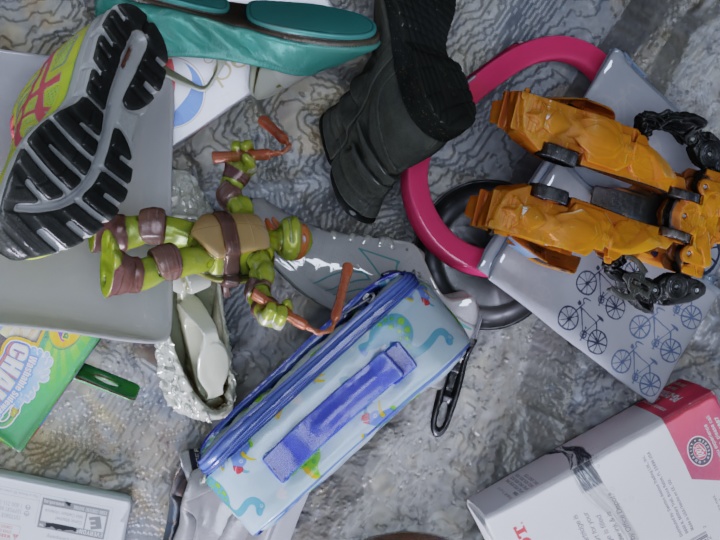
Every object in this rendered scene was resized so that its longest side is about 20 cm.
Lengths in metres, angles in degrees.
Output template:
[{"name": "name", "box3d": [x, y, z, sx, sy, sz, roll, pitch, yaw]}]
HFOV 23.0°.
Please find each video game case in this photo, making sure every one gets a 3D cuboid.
[{"name": "video game case", "box3d": [-0.285, 0.239, 1.323, 0.198, 0.023, 0.185, 12, 93, -7]}]

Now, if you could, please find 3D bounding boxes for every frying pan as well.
[{"name": "frying pan", "box3d": [0.074, 0.019, 1.337, 0.115, 0.031, 0.191, 37, 87, -7]}]

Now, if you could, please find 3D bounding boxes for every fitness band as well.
[{"name": "fitness band", "box3d": [0.120, -0.084, 1.311, 0.199, 0.037, 0.144, -38, 99, -15]}]

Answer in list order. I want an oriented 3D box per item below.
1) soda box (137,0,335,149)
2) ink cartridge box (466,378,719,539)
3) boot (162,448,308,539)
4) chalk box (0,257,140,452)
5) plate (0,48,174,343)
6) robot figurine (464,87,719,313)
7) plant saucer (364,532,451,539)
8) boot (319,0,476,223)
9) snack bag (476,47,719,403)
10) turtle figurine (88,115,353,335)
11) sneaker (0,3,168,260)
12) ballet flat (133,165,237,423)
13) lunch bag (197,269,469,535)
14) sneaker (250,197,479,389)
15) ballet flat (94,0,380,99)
[{"name": "soda box", "box3d": [-0.111, -0.148, 1.286, 0.199, 0.064, 0.068, -35, 97, -1]}, {"name": "ink cartridge box", "box3d": [0.199, 0.195, 1.333, 0.198, 0.084, 0.146, -28, 97, -5]}, {"name": "boot", "box3d": [-0.087, 0.144, 1.307, 0.095, 0.074, 0.202, 17, 94, -14]}, {"name": "chalk box", "box3d": [-0.247, 0.040, 1.258, 0.199, 0.124, 0.124, 37, 90, -6]}, {"name": "plate", "box3d": [-0.224, -0.051, 1.191, 0.197, 0.032, 0.202, 6, 69, -20]}, {"name": "robot figurine", "box3d": [0.177, -0.054, 1.253, 0.198, 0.058, 0.147, 17, 88, -25]}, {"name": "plant saucer", "box3d": [0.036, 0.303, 1.354, 0.198, 0.034, 0.203, 0, 94, -6]}, {"name": "boot", "box3d": [0.010, -0.144, 1.284, 0.067, 0.130, 0.202, 18, 49, -34]}, {"name": "snack bag", "box3d": [0.203, -0.032, 1.311, 0.188, 0.021, 0.201, 36, 81, -24]}, {"name": "turtle figurine", "box3d": [-0.099, -0.025, 1.181, 0.159, 0.065, 0.201, -1, 50, -20]}, {"name": "sneaker", "box3d": [-0.195, -0.082, 1.148, 0.078, 0.090, 0.201, 49, 46, -30]}, {"name": "ballet flat", "box3d": [-0.119, 0.020, 1.273, 0.071, 0.072, 0.202, -11, 114, -4]}, {"name": "lunch bag", "box3d": [-0.018, 0.085, 1.195, 0.200, 0.161, 0.083, -42, 90, 2]}, {"name": "sneaker", "box3d": [0.000, 0.000, 1.304, 0.199, 0.070, 0.081, 36, 95, -9]}, {"name": "ballet flat", "box3d": [-0.087, -0.157, 1.231, 0.197, 0.068, 0.071, 10, 117, -6]}]
